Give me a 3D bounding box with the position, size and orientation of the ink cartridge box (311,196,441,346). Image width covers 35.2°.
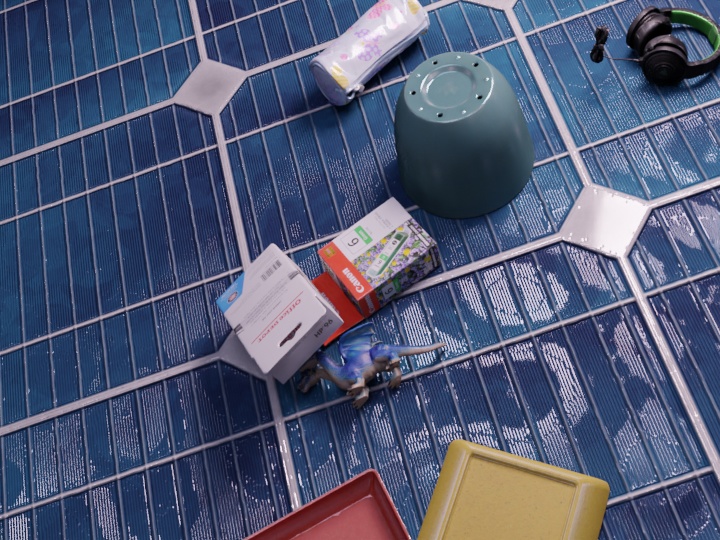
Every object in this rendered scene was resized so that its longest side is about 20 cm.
[{"bbox_3d":[0.000,0.000,1.544,0.199,0.051,0.109,-35,55,-9],"label":"ink cartridge box"}]

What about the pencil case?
[{"bbox_3d":[0.014,-0.343,1.739,0.200,0.084,0.090,-44,40,-16],"label":"pencil case"}]

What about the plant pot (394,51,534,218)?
[{"bbox_3d":[0.134,-0.201,1.572,0.197,0.162,0.203,-8,55,12],"label":"plant pot"}]

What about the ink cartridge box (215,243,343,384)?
[{"bbox_3d":[-0.100,0.063,1.471,0.116,0.068,0.200,-45,35,2],"label":"ink cartridge box"}]

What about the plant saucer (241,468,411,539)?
[{"bbox_3d":[-0.026,0.363,1.319,0.198,0.037,0.201,-29,54,-3],"label":"plant saucer"}]

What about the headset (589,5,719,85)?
[{"bbox_3d":[0.423,-0.329,1.614,0.196,0.095,0.125,-12,53,-6],"label":"headset"}]

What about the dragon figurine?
[{"bbox_3d":[0.007,0.109,1.464,0.198,0.059,0.100,-31,54,-4],"label":"dragon figurine"}]

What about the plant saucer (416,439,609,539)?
[{"bbox_3d":[0.167,0.289,1.280,0.197,0.049,0.202,13,55,16],"label":"plant saucer"}]
